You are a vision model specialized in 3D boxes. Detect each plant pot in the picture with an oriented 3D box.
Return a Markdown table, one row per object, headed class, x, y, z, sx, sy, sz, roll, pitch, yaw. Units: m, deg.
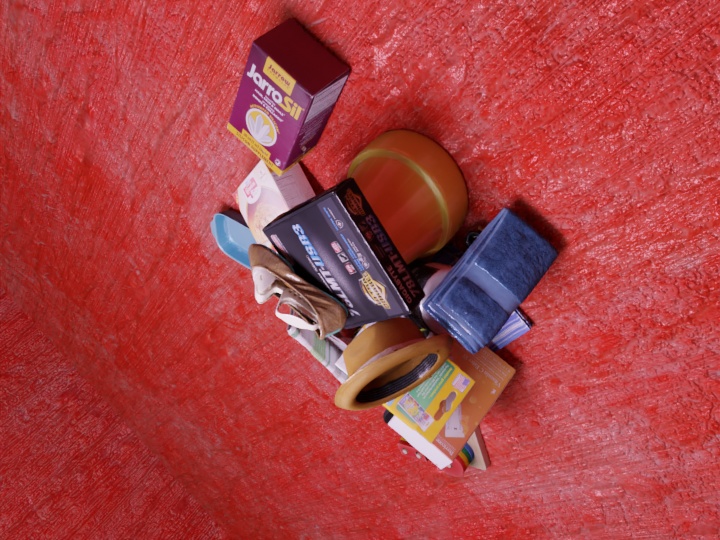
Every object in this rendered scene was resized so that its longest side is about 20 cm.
| class | x | y | z | sx | sy | sz | roll | pitch | yaw |
| --- | --- | --- | --- | --- | --- | --- | --- | --- | --- |
| plant pot | 0.038 | -0.084 | 1.113 | 0.198 | 0.189 | 0.203 | 26 | 139 | 25 |

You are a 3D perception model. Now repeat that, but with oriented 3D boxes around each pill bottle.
| class | x | y | z | sx | sy | sz | roll | pitch | yaw |
| --- | --- | --- | --- | --- | --- | --- | --- | --- | --- |
| pill bottle | 0.098 | 0.035 | 1.175 | 0.107 | 0.106 | 0.199 | 59 | 164 | -19 |

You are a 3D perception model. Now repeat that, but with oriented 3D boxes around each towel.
| class | x | y | z | sx | sy | sz | roll | pitch | yaw |
| --- | --- | --- | --- | --- | --- | --- | --- | --- | --- |
| towel | 0.191 | 0.014 | 1.049 | 0.111 | 0.201 | 0.049 | 40 | 175 | 6 |
| towel | 0.186 | 0.055 | 1.237 | 0.200 | 0.024 | 0.145 | 45 | 144 | 2 |
| towel | -0.075 | 0.149 | 1.462 | 0.030 | 0.150 | 0.200 | -34 | 113 | 18 |

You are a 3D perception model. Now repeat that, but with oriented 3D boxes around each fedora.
| class | x | y | z | sx | sy | sz | roll | pitch | yaw |
| --- | --- | --- | --- | --- | --- | --- | --- | --- | --- |
| fedora | 0.040 | 0.129 | 1.069 | 0.083 | 0.197 | 0.202 | 60 | 150 | 27 |

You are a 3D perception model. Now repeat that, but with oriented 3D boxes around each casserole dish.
| class | x | y | z | sx | sy | sz | roll | pitch | yaw |
| --- | --- | --- | --- | --- | --- | --- | --- | --- | --- |
| casserole dish | -0.234 | -0.059 | 1.527 | 0.198 | 0.039 | 0.123 | 28 | 140 | 22 |

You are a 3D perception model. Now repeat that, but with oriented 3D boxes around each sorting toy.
| class | x | y | z | sx | sy | sz | roll | pitch | yaw |
| --- | --- | --- | --- | --- | --- | --- | --- | --- | --- |
| sorting toy | 0.149 | 0.333 | 1.494 | 0.196 | 0.070 | 0.203 | 6 | 128 | 41 |

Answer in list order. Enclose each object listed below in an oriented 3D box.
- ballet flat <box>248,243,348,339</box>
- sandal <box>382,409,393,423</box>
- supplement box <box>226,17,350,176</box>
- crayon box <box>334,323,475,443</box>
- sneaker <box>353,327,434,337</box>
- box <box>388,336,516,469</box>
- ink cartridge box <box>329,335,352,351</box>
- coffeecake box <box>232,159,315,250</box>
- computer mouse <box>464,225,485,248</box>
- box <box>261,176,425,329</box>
| class | x | y | z | sx | sy | sz | roll | pitch | yaw |
| --- | --- | --- | --- | --- | --- | --- | --- | --- | --- |
| ballet flat | -0.111 | 0.035 | 1.076 | 0.199 | 0.072 | 0.068 | 37 | 147 | 14 |
| sandal | 0.132 | 0.265 | 1.380 | 0.197 | 0.046 | 0.075 | -21 | 151 | 17 |
| supplement box | -0.120 | -0.274 | 1.160 | 0.131 | 0.103 | 0.201 | 42 | 143 | 6 |
| crayon box | 0.070 | 0.166 | 1.169 | 0.199 | 0.126 | 0.052 | 39 | 172 | 3 |
| sneaker | 0.064 | 0.136 | 1.391 | 0.198 | 0.076 | 0.077 | 6 | 139 | 48 |
| box | 0.159 | 0.222 | 1.258 | 0.124 | 0.201 | 0.098 | 37 | 159 | 9 |
| ink cartridge box | 0.006 | 0.159 | 1.408 | 0.201 | 0.057 | 0.162 | 50 | 166 | -29 |
| coffeecake box | -0.139 | -0.094 | 1.334 | 0.153 | 0.072 | 0.203 | -34 | 83 | 53 |
| computer mouse | 0.197 | 0.029 | 1.153 | 0.108 | 0.044 | 0.203 | 25 | 129 | 15 |
| box | -0.028 | -0.014 | 1.047 | 0.197 | 0.050 | 0.202 | -18 | 110 | 50 |
